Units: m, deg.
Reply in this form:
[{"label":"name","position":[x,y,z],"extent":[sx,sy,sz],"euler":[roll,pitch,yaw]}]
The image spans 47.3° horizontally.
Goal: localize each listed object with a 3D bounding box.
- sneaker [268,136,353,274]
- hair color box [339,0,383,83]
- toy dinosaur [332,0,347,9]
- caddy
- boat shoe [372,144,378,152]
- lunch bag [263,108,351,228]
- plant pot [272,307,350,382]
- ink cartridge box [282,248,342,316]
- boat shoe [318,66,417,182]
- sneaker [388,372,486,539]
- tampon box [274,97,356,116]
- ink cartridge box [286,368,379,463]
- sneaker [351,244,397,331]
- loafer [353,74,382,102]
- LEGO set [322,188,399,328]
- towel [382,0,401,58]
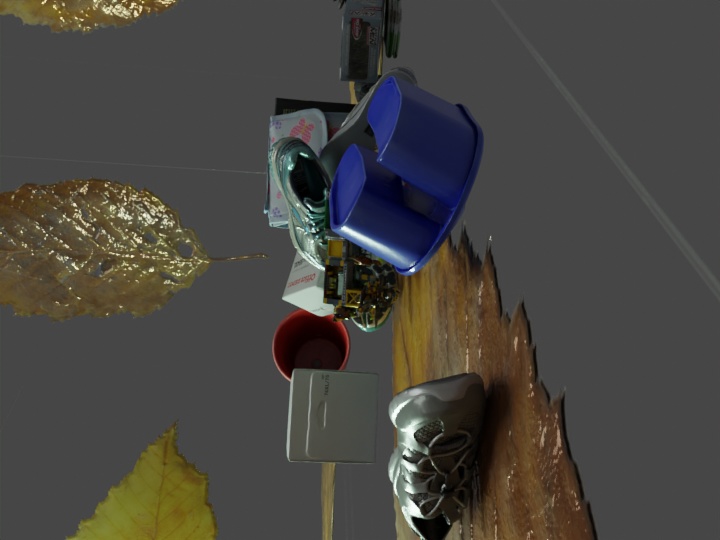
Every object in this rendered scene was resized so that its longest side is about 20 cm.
[{"label":"sneaker","position":[-0.062,-0.078,1.093],"extent":[0.202,0.077,0.086],"euler":[64,167,-19]},{"label":"hair color box","position":[0.005,-0.380,1.291],"extent":[0.201,0.060,0.100],"euler":[-85,-1,-56]},{"label":"toy dinosaur","position":[0.025,-0.540,1.512],"extent":[0.136,0.101,0.202],"euler":[-42,25,62]},{"label":"caddy","position":[0.046,-0.082,0.725],"extent":[0.142,0.104,0.201],"euler":[-61,14,21]},{"label":"boat shoe","position":[0.042,-0.134,0.970],"extent":[0.073,0.071,0.202],"euler":[99,172,-53]},{"label":"lunch bag","position":[-0.041,-0.143,1.224],"extent":[0.127,0.197,0.172],"euler":[123,150,-81]},{"label":"plant pot","position":[-0.115,0.213,2.067],"extent":[0.178,0.198,0.203],"euler":[82,-172,-69]},{"label":"ink cartridge box","position":[-0.043,-0.038,1.371],"extent":[0.146,0.084,0.202],"euler":[-21,49,60]},{"label":"boat shoe","position":[0.012,-0.190,1.120],"extent":[0.200,0.073,0.065],"euler":[-46,9,25]},{"label":"sneaker","position":[0.065,0.146,0.623],"extent":[0.201,0.074,0.083],"euler":[88,167,-53]},{"label":"tampon box","position":[-0.057,-0.207,1.456],"extent":[0.150,0.197,0.128],"euler":[109,164,-68]},{"label":"ink cartridge box","position":[-0.051,0.251,1.404],"extent":[0.200,0.144,0.149],"euler":[115,158,-78]},{"label":"sneaker","position":[0.024,0.026,1.226],"extent":[0.201,0.076,0.080],"euler":[-86,-18,-55]},{"label":"loafer","position":[0.031,-0.263,1.289],"extent":[0.201,0.067,0.071],"euler":[-116,8,-71]},{"label":"LEGO set","position":[0.029,-0.027,1.070],"extent":[0.153,0.115,0.203],"euler":[10,-93,-65]},{"label":"towel","position":[0.057,-0.458,1.314],"extent":[0.150,0.030,0.202],"euler":[-90,3,-59]}]
